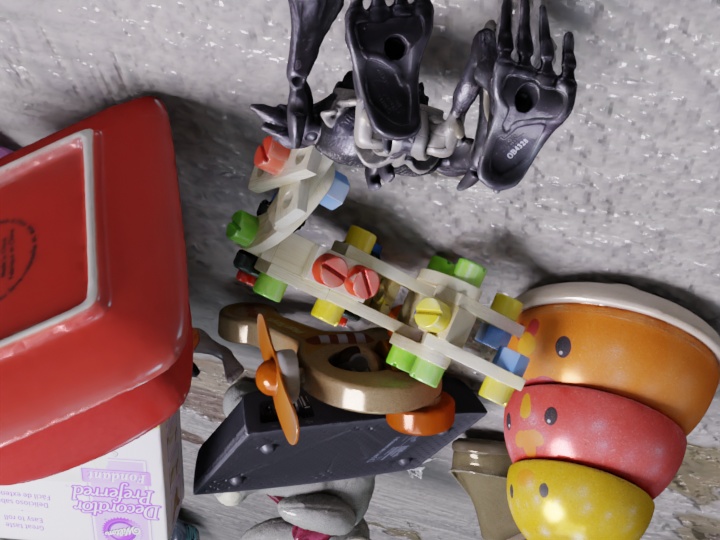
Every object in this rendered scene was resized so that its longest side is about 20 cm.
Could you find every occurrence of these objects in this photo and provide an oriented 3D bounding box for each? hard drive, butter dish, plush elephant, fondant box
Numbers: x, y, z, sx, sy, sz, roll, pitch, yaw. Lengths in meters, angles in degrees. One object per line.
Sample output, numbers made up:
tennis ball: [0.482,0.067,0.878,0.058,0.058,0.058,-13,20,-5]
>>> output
hard drive: [-0.018,0.123,0.839,0.199,0.043,0.135,-1,151,-29]
butter dish: [-0.163,0.036,0.608,0.198,0.201,0.148,-22,139,8]
plush elephant: [-0.043,0.206,0.975,0.198,0.156,0.165,7,-158,-13]
fondant box: [-0.198,0.097,0.751,0.143,0.058,0.201,4,125,2]

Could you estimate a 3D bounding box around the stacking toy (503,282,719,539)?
stacking toy: [0.134,0.120,0.656,0.145,0.201,0.146,14,154,7]

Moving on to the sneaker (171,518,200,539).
sneaker: [-0.269,0.384,1.615,0.086,0.078,0.200,13,164,-18]

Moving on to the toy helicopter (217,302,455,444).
toy helicopter: [-0.036,0.059,0.757,0.132,0.080,0.199,-16,-157,-42]

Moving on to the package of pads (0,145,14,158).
package of pads: [-0.325,-0.059,0.676,0.120,0.076,0.199,-4,168,38]

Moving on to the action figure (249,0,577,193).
action figure: [0.022,-0.082,0.450,0.118,0.103,0.200,14,-178,-11]

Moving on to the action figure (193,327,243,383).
action figure: [-0.208,0.040,0.807,0.199,0.105,0.194,-30,107,26]

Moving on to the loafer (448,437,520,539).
loafer: [0.135,0.206,0.981,0.076,0.068,0.200,-2,149,33]

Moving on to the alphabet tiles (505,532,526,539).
alphabet tiles: [0.174,0.252,0.998,0.166,0.008,0.200,-23,151,-7]

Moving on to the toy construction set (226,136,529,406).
toy construction set: [0.000,0.000,0.629,0.200,0.092,0.131,42,171,-28]
